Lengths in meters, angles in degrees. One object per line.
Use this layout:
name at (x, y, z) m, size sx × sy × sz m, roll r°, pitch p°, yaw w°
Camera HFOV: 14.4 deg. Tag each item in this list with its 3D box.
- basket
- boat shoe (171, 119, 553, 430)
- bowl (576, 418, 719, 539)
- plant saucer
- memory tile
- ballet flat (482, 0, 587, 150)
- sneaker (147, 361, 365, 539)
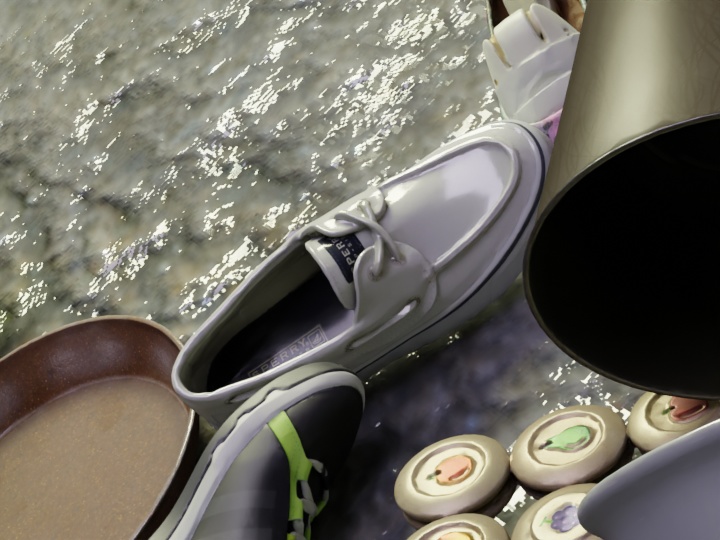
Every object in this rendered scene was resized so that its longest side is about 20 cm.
basket at (0.152, -0.063, 1.158) m, size 0.179 × 0.137 × 0.201 m, roll -6°, pitch 36°, yaw 6°
boat shoe at (0.000, 0.000, 1.265) m, size 0.199 × 0.066 × 0.072 m, roll -35°, pitch 64°, yaw 13°
bowl at (0.180, 0.090, 0.951) m, size 0.200 × 0.201 × 0.091 m, roll -24°, pitch 75°, yaw 22°
plant saucer at (-0.151, 0.109, 1.340) m, size 0.199 × 0.035 × 0.201 m, roll -25°, pitch 37°, yaw 20°
memory tile at (0.081, 0.115, 1.083) m, size 0.152 × 0.017 × 0.201 m, roll -16°, pitch 34°, yaw 13°
ballet flat at (0.084, -0.107, 1.325) m, size 0.069 × 0.071 × 0.201 m, roll -29°, pitch 36°, yaw 14°
sneaker at (-0.045, 0.133, 1.203) m, size 0.083 × 0.072 × 0.200 m, roll 28°, pitch 71°, yaw 29°
